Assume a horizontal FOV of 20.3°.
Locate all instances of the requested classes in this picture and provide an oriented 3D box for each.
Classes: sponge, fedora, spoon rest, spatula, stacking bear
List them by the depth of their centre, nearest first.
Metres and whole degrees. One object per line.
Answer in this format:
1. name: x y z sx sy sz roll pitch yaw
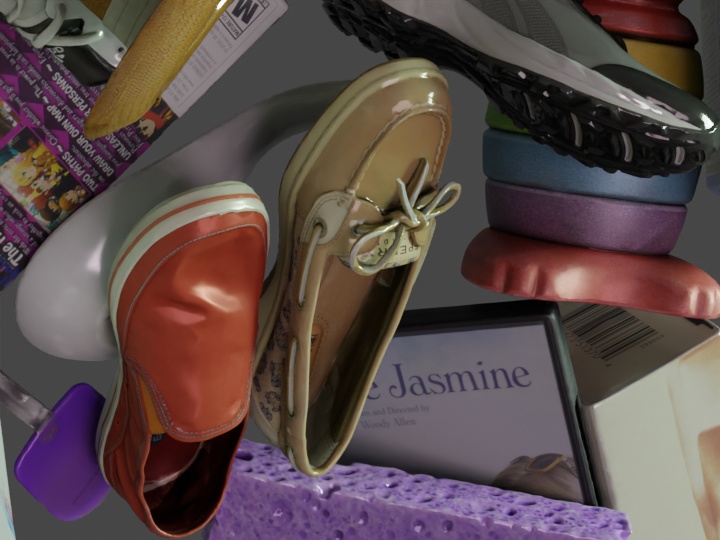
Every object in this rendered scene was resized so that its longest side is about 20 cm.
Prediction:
1. fedora: -0.060 -0.140 0.692 0.082 0.201 0.201 36 90 -7
2. spatula: -0.168 0.043 0.881 0.057 0.021 0.200 -53 125 -15
3. spoon rest: -0.065 -0.026 0.893 0.199 0.061 0.100 -30 148 -10
4. stacking bear: 0.115 -0.089 0.944 0.121 0.114 0.201 7 96 -15
5. sponge: 0.021 0.149 0.967 0.199 0.030 0.112 11 121 -7

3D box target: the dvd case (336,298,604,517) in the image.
1. dvd case: 0.046 0.105 0.984 0.142 0.018 0.201 -5 121 18

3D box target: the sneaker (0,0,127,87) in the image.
1. sneaker: -0.137 -0.108 0.758 0.200 0.076 0.116 -28 119 -22

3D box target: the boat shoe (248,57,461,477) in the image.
1. boat shoe: 0.000 0.000 0.870 0.073 0.063 0.201 -9 135 -34

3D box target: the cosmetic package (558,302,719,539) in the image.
1. cosmetic package: 0.144 0.113 1.048 0.087 0.103 0.201 -26 122 -19

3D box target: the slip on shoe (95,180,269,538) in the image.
1. slip on shoe: -0.071 0.041 0.858 0.074 0.061 0.201 -15 141 -29

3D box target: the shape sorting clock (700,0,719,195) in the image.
1. shape sorting clock: 0.184 -0.105 0.937 0.039 0.200 0.201 -2 115 5

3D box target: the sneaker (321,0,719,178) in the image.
1. sneaker: 0.073 -0.109 0.869 0.080 0.200 0.074 -53 161 -12

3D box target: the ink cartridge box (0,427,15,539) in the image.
1. ink cartridge box: -0.218 0.062 0.733 0.144 0.200 0.146 -22 121 -3

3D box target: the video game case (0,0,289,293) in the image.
1. video game case: -0.151 -0.118 0.816 0.181 0.036 0.200 -46 125 -7
